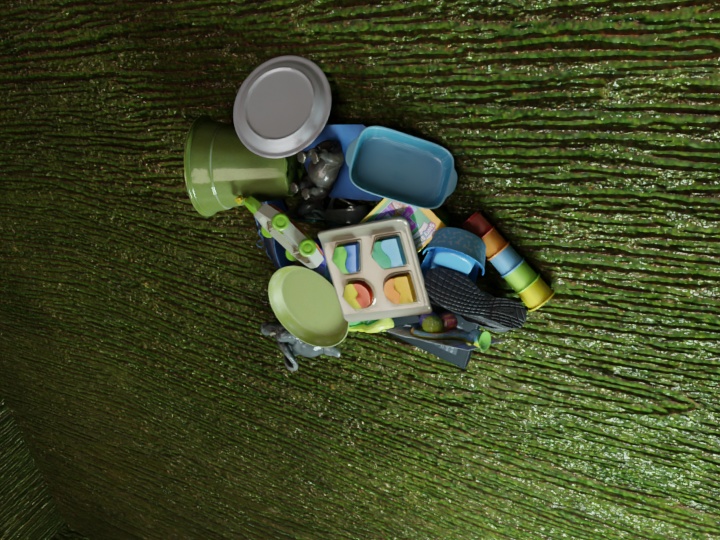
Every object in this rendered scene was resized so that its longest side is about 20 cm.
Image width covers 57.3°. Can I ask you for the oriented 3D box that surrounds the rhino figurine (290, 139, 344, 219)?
[{"bbox_3d":[-0.084,-0.165,1.256,0.060,0.087,0.200,46,140,21],"label":"rhino figurine"}]

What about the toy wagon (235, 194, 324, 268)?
[{"bbox_3d":[-0.155,-0.080,1.266,0.200,0.040,0.155,45,167,-10],"label":"toy wagon"}]

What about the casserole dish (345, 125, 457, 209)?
[{"bbox_3d":[0.070,-0.176,1.158,0.200,0.121,0.039,16,172,-6],"label":"casserole dish"}]

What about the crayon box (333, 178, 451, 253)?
[{"bbox_3d":[0.059,-0.069,1.245,0.119,0.058,0.200,45,115,-3],"label":"crayon box"}]

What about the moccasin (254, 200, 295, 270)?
[{"bbox_3d":[-0.192,-0.098,1.443,0.068,0.080,0.200,-1,104,39],"label":"moccasin"}]

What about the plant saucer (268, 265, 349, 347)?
[{"bbox_3d":[-0.103,0.071,1.384,0.200,0.031,0.200,17,127,24],"label":"plant saucer"}]

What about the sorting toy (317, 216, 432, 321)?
[{"bbox_3d":[0.024,0.006,1.225,0.185,0.036,0.200,-8,112,27],"label":"sorting toy"}]

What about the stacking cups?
[{"bbox_3d":[0.264,-0.022,1.182,0.200,0.060,0.060,51,134,-1],"label":"stacking cups"}]

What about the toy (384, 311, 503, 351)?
[{"bbox_3d":[0.156,0.106,1.240,0.200,0.115,0.047,14,104,44],"label":"toy"}]

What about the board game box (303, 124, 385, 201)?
[{"bbox_3d":[-0.022,-0.214,1.265,0.200,0.039,0.158,8,130,34],"label":"board game box"}]

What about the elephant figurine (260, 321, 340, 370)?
[{"bbox_3d":[-0.148,0.162,1.560,0.141,0.155,0.200,5,150,-20],"label":"elephant figurine"}]

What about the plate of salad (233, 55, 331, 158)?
[{"bbox_3d":[-0.144,-0.303,1.231,0.200,0.048,0.200,-3,80,17],"label":"plate of salad"}]

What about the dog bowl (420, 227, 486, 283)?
[{"bbox_3d":[0.168,-0.018,1.194,0.111,0.050,0.200,20,162,6],"label":"dog bowl"}]

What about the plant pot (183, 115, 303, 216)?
[{"bbox_3d":[-0.219,-0.207,1.308,0.190,0.200,0.200,1,121,12],"label":"plant pot"}]

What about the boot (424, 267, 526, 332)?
[{"bbox_3d":[0.198,0.066,1.220,0.200,0.070,0.132,28,169,1],"label":"boot"}]

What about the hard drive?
[{"bbox_3d":[0.143,0.107,1.366,0.200,0.033,0.140,24,130,19],"label":"hard drive"}]

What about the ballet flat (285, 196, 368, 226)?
[{"bbox_3d":[-0.070,-0.123,1.352,0.200,0.067,0.064,10,97,28],"label":"ballet flat"}]

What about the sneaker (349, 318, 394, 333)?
[{"bbox_3d":[0.008,0.090,1.418,0.200,0.074,0.084,-4,87,56],"label":"sneaker"}]

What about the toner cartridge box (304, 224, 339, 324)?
[{"bbox_3d":[-0.072,0.009,1.407,0.043,0.095,0.200,24,131,20],"label":"toner cartridge box"}]
